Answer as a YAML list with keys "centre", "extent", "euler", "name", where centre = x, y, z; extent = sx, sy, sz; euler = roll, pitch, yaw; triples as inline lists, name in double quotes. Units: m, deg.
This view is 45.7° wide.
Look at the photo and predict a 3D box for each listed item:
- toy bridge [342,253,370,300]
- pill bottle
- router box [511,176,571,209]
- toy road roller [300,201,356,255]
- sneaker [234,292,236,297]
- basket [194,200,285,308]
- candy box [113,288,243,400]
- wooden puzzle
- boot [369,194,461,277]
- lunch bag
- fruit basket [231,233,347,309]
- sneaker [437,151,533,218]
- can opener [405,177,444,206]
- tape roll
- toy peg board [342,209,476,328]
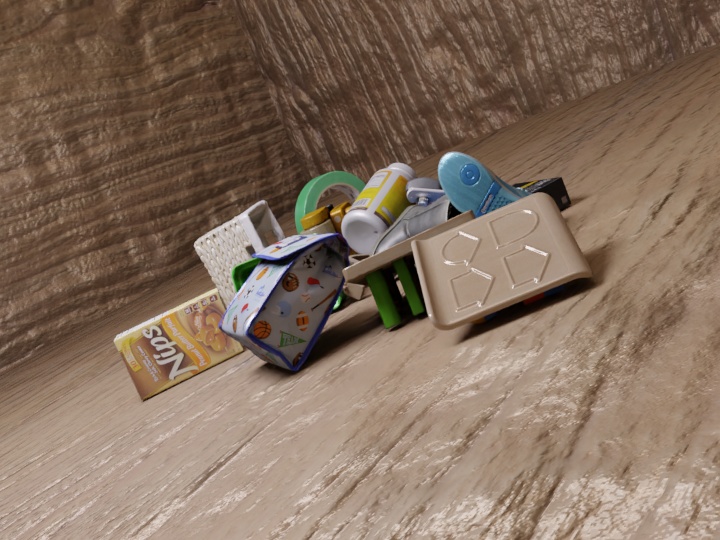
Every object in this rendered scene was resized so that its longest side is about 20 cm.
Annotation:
- centre: [0.000, 0.000, 1.557]
  extent: [0.066, 0.028, 0.200]
  euler: [22, 23, 10]
  name: "toy bridge"
- centre: [0.047, -0.128, 1.712]
  extent: [0.108, 0.110, 0.201]
  euler: [-16, 30, 42]
  name: "pill bottle"
- centre: [0.242, -0.095, 1.487]
  extent: [0.197, 0.053, 0.157]
  euler: [-28, 10, -17]
  name: "router box"
- centre: [-0.033, -0.083, 1.769]
  extent: [0.143, 0.125, 0.200]
  euler: [-22, 9, 13]
  name: "toy road roller"
- centre: [-0.178, 0.034, 1.844]
  extent: [0.198, 0.075, 0.079]
  euler: [-32, 19, -6]
  name: "sneaker"
- centre: [-0.266, -0.033, 2.026]
  extent: [0.158, 0.201, 0.200]
  euler: [-26, 9, 11]
  name: "basket"
- centre: [-0.316, 0.128, 1.496]
  extent: [0.197, 0.118, 0.055]
  euler: [-26, 8, -9]
  name: "candy box"
- centre: [0.171, -0.007, 1.063]
  extent: [0.196, 0.047, 0.187]
  euler: [-19, 35, 7]
  name: "wooden puzzle"
- centre: [0.109, -0.061, 1.447]
  extent: [0.184, 0.072, 0.199]
  euler: [-60, 24, -17]
  name: "boot"
- centre: [-0.108, 0.030, 1.271]
  extent: [0.202, 0.123, 0.169]
  euler: [-57, 21, -12]
  name: "lunch bag"
- centre: [-0.136, 0.039, 1.492]
  extent: [0.211, 0.159, 0.216]
  euler: [-17, -8, -2]
  name: "fruit basket"
- centre: [0.212, -0.114, 1.338]
  extent: [0.080, 0.199, 0.130]
  euler: [-52, -10, 21]
  name: "sneaker"
- centre: [0.184, -0.147, 1.657]
  extent: [0.195, 0.068, 0.053]
  euler: [8, -24, 5]
  name: "can opener"
- centre: [-0.051, -0.117, 1.907]
  extent: [0.198, 0.204, 0.048]
  euler: [-29, 11, -32]
  name: "tape roll"
- centre: [0.095, 0.008, 1.245]
  extent: [0.196, 0.100, 0.199]
  euler: [-24, -6, 7]
  name: "toy peg board"
